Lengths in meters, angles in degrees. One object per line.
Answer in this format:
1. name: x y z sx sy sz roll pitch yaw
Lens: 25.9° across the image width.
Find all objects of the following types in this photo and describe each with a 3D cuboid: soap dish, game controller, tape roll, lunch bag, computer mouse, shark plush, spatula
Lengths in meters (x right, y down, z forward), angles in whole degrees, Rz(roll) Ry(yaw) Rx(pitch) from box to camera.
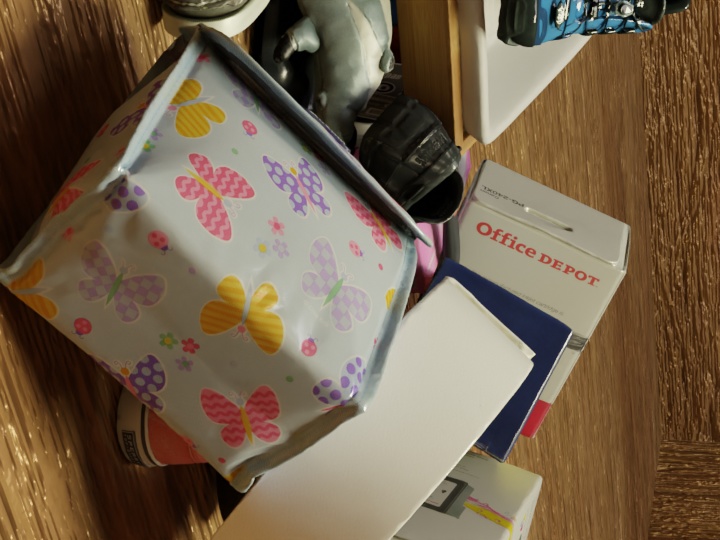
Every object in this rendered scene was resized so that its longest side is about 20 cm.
1. soap dish: 0.099 -0.200 1.128 0.200 0.081 0.159 -48 144 -38
2. game controller: -0.042 -0.207 1.101 0.104 0.042 0.202 19 72 -58
3. tape roll: 0.006 0.101 0.864 0.203 0.071 0.202 -48 175 -5
4. lunch bag: -0.059 -0.025 0.788 0.170 0.127 0.201 44 33 -14
5. computer mouse: 0.028 -0.142 1.255 0.200 0.109 0.044 -50 149 -49
6. shark plush: -0.028 -0.152 1.053 0.083 0.091 0.202 0 104 -35
7. spatula: 0.063 -0.064 1.236 0.201 0.020 0.057 76 25 -44

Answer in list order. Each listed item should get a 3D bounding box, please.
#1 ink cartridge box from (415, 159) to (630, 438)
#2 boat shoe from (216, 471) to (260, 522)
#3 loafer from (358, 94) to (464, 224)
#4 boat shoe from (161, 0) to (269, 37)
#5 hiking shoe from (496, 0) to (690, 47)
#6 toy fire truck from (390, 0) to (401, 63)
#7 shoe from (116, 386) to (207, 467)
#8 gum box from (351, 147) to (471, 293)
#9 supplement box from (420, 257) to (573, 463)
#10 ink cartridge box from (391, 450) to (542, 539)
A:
1. ink cartridge box: 0.129 0.025 1.363 0.084 0.144 0.201 -64 178 -57
2. boat shoe: -0.041 0.069 0.977 0.073 0.064 0.202 30 -72 61
3. loafer: 0.037 -0.058 1.109 0.068 0.070 0.201 -47 170 -12
4. boat shoe: -0.067 -0.214 0.940 0.203 0.071 0.061 -65 157 -46
5. hiking shoe: 0.164 -0.194 1.068 0.200 0.086 0.075 -32 134 -49
6. toy fire truck: 0.032 -0.251 1.159 0.168 0.111 0.202 -54 152 -65
7. shoe: -0.068 0.030 0.914 0.072 0.090 0.201 74 24 -45
8. gum box: 0.040 -0.087 1.317 0.201 0.065 0.114 -68 154 -50
9. supplement box: 0.083 0.070 1.200 0.110 0.108 0.200 -61 176 -3
10. ink cartridge box: 0.028 0.219 1.114 0.200 0.145 0.148 -32 137 -70
